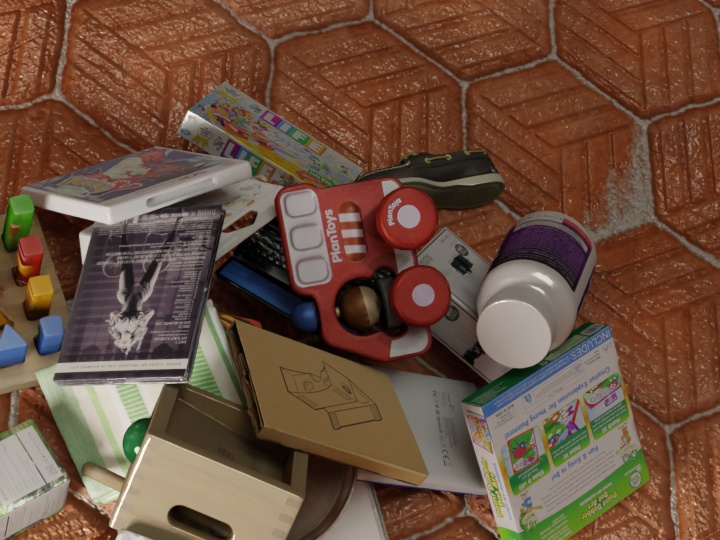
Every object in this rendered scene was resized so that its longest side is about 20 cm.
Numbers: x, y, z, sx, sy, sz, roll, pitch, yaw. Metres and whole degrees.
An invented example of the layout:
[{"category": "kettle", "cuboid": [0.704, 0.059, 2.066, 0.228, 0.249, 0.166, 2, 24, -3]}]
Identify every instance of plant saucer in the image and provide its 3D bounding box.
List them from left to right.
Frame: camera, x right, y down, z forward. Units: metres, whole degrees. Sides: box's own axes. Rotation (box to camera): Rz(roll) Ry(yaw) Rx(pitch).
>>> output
[{"category": "plant saucer", "cuboid": [-0.099, 0.204, 1.661, 0.198, 0.035, 0.202, -2, 67, 6]}]

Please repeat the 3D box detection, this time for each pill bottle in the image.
[{"category": "pill bottle", "cuboid": [0.190, 0.023, 1.765, 0.111, 0.112, 0.200, 32, 32, 1]}]

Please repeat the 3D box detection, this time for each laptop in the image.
[{"category": "laptop", "cuboid": [-0.050, -0.012, 1.811, 0.176, 0.103, 0.201, 30, 65, -1]}]

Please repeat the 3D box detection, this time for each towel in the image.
[{"category": "towel", "cuboid": [-0.214, 0.134, 1.649, 0.199, 0.023, 0.154, -24, 88, 4]}]

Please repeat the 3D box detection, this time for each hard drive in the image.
[{"category": "hard drive", "cuboid": [0.049, 0.173, 1.757, 0.198, 0.025, 0.133, 11, 55, -30]}]

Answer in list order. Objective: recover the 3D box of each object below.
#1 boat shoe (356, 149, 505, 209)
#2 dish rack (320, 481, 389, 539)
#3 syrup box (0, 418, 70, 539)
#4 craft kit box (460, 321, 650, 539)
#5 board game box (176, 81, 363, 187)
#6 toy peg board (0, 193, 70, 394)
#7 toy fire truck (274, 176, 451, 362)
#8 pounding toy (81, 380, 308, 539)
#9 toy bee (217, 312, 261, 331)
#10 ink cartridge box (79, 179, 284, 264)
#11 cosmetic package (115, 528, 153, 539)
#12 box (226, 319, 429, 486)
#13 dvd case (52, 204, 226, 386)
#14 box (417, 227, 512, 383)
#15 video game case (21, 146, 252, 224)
[{"category": "boat shoe", "cuboid": [0.077, -0.109, 1.931, 0.200, 0.072, 0.061, -5, 59, -29]}, {"category": "dish rack", "cuboid": [-0.047, 0.275, 1.690, 0.170, 0.044, 0.202, -7, 65, -22]}, {"category": "syrup box", "cuboid": [-0.391, 0.235, 1.574, 0.199, 0.082, 0.079, -28, 71, -29]}, {"category": "craft kit box", "cuboid": [0.218, 0.188, 1.763, 0.199, 0.048, 0.199, -28, 108, -30]}, {"category": "board game box", "cuboid": [-0.102, -0.138, 1.868, 0.199, 0.034, 0.135, 32, 24, 1]}, {"category": "toy peg board", "cuboid": [-0.405, 0.023, 1.678, 0.198, 0.098, 0.200, -13, 66, -24]}, {"category": "toy fire truck", "cuboid": [0.000, 0.000, 1.720, 0.166, 0.112, 0.202, -9, 88, -10]}, {"category": "pounding toy", "cuboid": [-0.167, 0.204, 1.546, 0.199, 0.143, 0.184, 23, 14, -6]}, {"category": "toy bee", "cuboid": [-0.211, 0.075, 1.708, 0.198, 0.132, 0.109, 1, 35, 26]}, {"category": "ink cartridge box", "cuboid": [-0.177, -0.048, 1.746, 0.172, 0.044, 0.200, 15, 33, 27]}, {"category": "cosmetic package", "cuboid": [-0.216, 0.326, 1.508, 0.073, 0.200, 0.102, 21, 60, -2]}, {"category": "box", "cuboid": [-0.035, 0.133, 1.624, 0.199, 0.021, 0.164, 21, 29, -30]}, {"category": "dvd case", "cuboid": [-0.221, 0.025, 1.620, 0.147, 0.016, 0.202, -3, 57, 20]}, {"category": "box", "cuboid": [0.139, 0.052, 1.842, 0.200, 0.060, 0.117, 39, 33, 5]}, {"category": "video game case", "cuboid": [-0.245, -0.096, 1.748, 0.181, 0.199, 0.023, -21, 110, -34]}]
